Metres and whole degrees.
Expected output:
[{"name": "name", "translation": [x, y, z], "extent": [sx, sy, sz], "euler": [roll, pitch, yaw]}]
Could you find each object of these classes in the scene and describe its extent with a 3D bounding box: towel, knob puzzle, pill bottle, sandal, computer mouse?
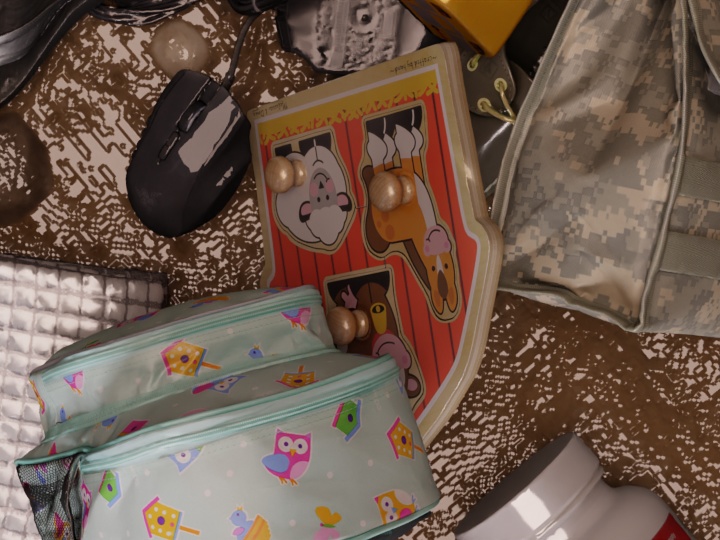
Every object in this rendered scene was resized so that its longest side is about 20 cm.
[{"name": "towel", "translation": [-0.208, 0.069, 1.262], "extent": [0.199, 0.086, 0.166], "euler": [8, 96, 0]}, {"name": "knob puzzle", "translation": [0.000, 0.000, 1.205], "extent": [0.030, 0.219, 0.221], "euler": [-7, 94, -38]}, {"name": "pill bottle", "translation": [0.144, 0.189, 1.241], "extent": [0.112, 0.112, 0.200], "euler": [-40, 92, 4]}, {"name": "sandal", "translation": [-0.180, -0.153, 1.255], "extent": [0.200, 0.048, 0.075], "euler": [-39, 77, 10]}, {"name": "computer mouse", "translation": [-0.052, -0.141, 1.271], "extent": [0.199, 0.034, 0.059], "euler": [10, 92, 8]}, {"name": "computer mouse", "translation": [-0.073, -0.104, 1.230], "extent": [0.059, 0.034, 0.201], "euler": [36, 115, 24]}]

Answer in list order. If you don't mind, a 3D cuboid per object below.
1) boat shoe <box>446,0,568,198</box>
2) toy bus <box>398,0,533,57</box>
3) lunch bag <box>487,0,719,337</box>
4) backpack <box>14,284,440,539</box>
[{"name": "boat shoe", "translation": [0.085, -0.106, 1.244], "extent": [0.072, 0.060, 0.202], "euler": [33, 95, -21]}, {"name": "toy bus", "translation": [0.086, -0.215, 1.212], "extent": [0.065, 0.078, 0.200], "euler": [39, 83, -44]}, {"name": "lunch bag", "translation": [0.161, -0.072, 1.188], "extent": [0.117, 0.164, 0.201], "euler": [15, 95, 33]}, {"name": "backpack", "translation": [-0.063, 0.089, 1.142], "extent": [0.175, 0.200, 0.154], "euler": [-14, 96, -27]}]
